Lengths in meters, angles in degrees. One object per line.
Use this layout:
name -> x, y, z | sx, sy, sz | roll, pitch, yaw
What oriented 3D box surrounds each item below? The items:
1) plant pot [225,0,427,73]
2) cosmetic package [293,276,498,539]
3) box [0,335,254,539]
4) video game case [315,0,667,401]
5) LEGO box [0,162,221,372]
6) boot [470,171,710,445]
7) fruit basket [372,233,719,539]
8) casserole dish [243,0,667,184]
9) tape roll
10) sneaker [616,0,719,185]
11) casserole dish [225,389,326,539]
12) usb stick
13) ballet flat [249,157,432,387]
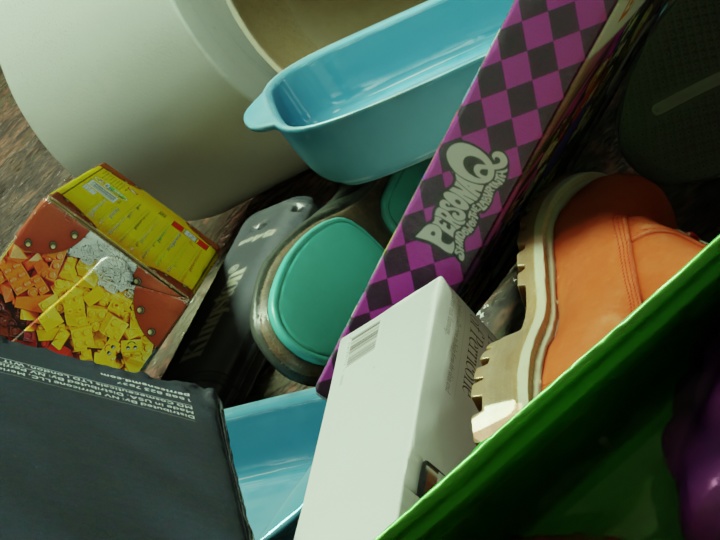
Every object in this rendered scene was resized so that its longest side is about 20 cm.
plant pot -> 0.041, -0.179, 1.149 | 0.200, 0.201, 0.134 | -35, -4, 23
cosmetic package -> 0.024, 0.091, 0.737 | 0.050, 0.083, 0.200 | -32, 23, 24
box -> -0.115, 0.146, 0.716 | 0.198, 0.122, 0.201 | -119, 46, -70
video game case -> 0.066, -0.060, 0.862 | 0.201, 0.036, 0.181 | -63, -8, 33
LEGO box -> -0.140, 0.039, 1.072 | 0.149, 0.077, 0.200 | -54, 3, 6
boot -> 0.104, 0.018, 0.773 | 0.107, 0.075, 0.200 | -17, 23, 18
fruit basket -> 0.093, 0.086, 0.539 | 0.215, 0.156, 0.216 | -42, 1, 1
casserole dish -> 0.048, -0.090, 1.011 | 0.199, 0.039, 0.121 | -25, 20, 0
tape roll -> -0.074, -0.141, 1.242 | 0.139, 0.203, 0.203 | -23, 27, 44
sneaker -> 0.167, -0.106, 0.911 | 0.200, 0.070, 0.080 | -49, 0, -14
casserole dish -> -0.063, 0.106, 0.921 | 0.199, 0.039, 0.121 | -17, 29, 50
usb stick -> -0.063, 0.036, 1.103 | 0.055, 0.033, 0.200 | -29, 23, 37
ballet flat -> 0.000, 0.000, 1.010 | 0.068, 0.068, 0.200 | -40, 4, 41
